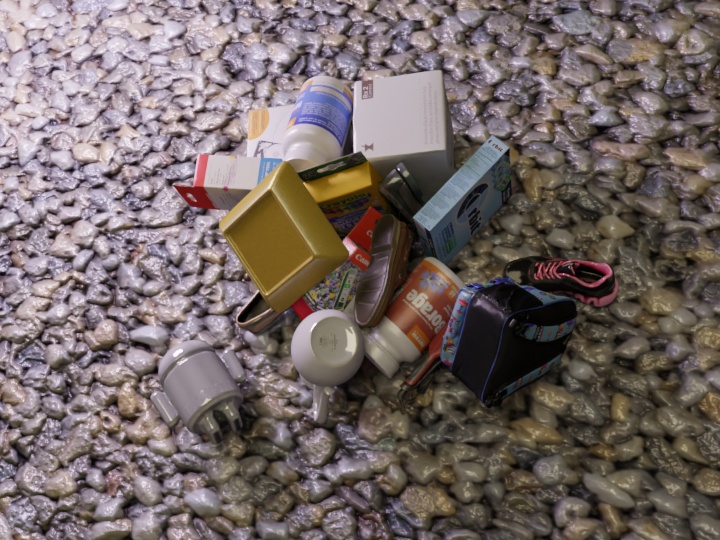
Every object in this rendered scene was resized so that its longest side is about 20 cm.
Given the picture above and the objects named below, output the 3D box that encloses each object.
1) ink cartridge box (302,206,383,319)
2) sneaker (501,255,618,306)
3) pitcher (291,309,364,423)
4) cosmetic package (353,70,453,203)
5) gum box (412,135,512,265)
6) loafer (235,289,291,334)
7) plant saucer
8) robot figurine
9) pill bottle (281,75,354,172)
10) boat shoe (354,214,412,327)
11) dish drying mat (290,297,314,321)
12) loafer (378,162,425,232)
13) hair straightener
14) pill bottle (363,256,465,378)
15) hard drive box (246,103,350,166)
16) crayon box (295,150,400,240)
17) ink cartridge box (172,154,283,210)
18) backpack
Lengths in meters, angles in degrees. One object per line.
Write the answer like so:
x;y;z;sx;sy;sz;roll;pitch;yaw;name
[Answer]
0.000;0.000;1.346;0.201;0.109;0.050;-53;39;7;ink cartridge box
0.340;0.005;1.305;0.197;0.095;0.080;5;71;17;sneaker
-0.058;0.161;1.277;0.119;0.200;0.174;-2;74;-12;pitcher
0.085;-0.230;1.400;0.162;0.200;0.167;-5;67;11;cosmetic package
0.185;-0.115;1.347;0.200;0.170;0.044;-46;65;-7;gum box
-0.148;0.038;1.398;0.200;0.063;0.072;-47;67;8;loafer
-0.146;-0.050;1.309;0.199;0.048;0.201;-37;85;32;plant saucer
-0.284;0.206;1.356;0.168;0.114;0.200;-29;63;-22;robot figurine
-0.080;-0.246;1.385;0.110;0.113;0.202;4;53;14;pill bottle
0.048;0.008;1.291;0.071;0.068;0.202;-2;65;47;boat shoe
-0.044;0.009;1.386;0.199;0.018;0.077;-38;110;-4;dish drying mat
0.083;-0.112;1.355;0.063;0.200;0.072;-34;53;0;loafer
0.131;0.163;1.297;0.041;0.077;0.201;31;83;40;hair straightener
0.089;0.084;1.320;0.112;0.112;0.200;40;82;24;pill bottle
-0.121;-0.248;1.523;0.197;0.077;0.158;-6;67;10;hard drive box
-0.016;-0.125;1.343;0.124;0.200;0.052;-16;65;17;crayon box
-0.234;-0.160;1.421;0.197;0.116;0.068;4;74;7;ink cartridge box
0.250;0.101;1.239;0.198;0.185;0.134;-12;35;-37;backpack
